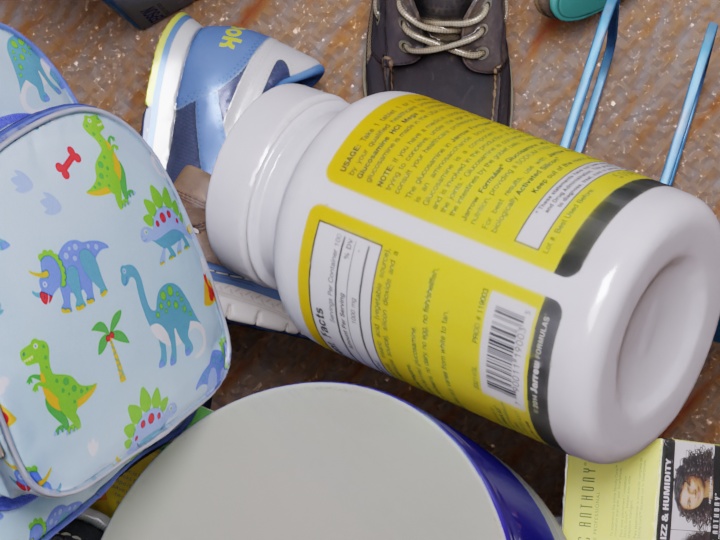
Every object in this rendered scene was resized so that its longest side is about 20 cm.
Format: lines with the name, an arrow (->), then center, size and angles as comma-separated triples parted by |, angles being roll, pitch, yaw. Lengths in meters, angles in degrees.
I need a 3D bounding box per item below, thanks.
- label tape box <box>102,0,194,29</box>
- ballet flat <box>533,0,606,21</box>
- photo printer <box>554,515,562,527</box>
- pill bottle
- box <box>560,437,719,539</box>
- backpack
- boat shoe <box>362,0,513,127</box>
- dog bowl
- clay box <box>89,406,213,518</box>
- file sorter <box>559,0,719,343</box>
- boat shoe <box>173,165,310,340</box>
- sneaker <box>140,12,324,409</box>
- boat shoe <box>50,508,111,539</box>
label tape box -> -0.096, -0.164, 1.216 | 0.199, 0.143, 0.066 | -31, 83, 2
ballet flat -> 0.152, -0.196, 1.241 | 0.199, 0.068, 0.073 | -36, 63, 2
photo printer -> 0.069, 0.211, 1.209 | 0.165, 0.069, 0.202 | 1, 86, 5
pill bottle -> 0.039, -0.007, 1.073 | 0.199, 0.112, 0.113 | 23, 88, 31
box -> 0.160, 0.113, 1.147 | 0.050, 0.199, 0.076 | 2, 84, 38
backpack -> -0.156, 0.004, 1.058 | 0.146, 0.183, 0.201 | -18, 101, 38
boat shoe -> 0.034, -0.124, 1.236 | 0.074, 0.073, 0.202 | -3, 85, 5
dog bowl -> -0.013, 0.150, 1.069 | 0.199, 0.079, 0.202 | -9, 68, 24
clay box -> -0.103, 0.145, 1.213 | 0.114, 0.048, 0.201 | 23, 106, 7
file sorter -> 0.182, -0.031, 1.185 | 0.199, 0.139, 0.124 | 17, 84, 7
boat shoe -> 0.000, 0.000, 1.196 | 0.199, 0.072, 0.073 | 13, 90, -29
sneaker -> -0.064, -0.019, 1.239 | 0.082, 0.074, 0.202 | 6, 87, 3
boat shoe -> -0.119, 0.206, 1.174 | 0.075, 0.060, 0.202 | -8, 103, 15
